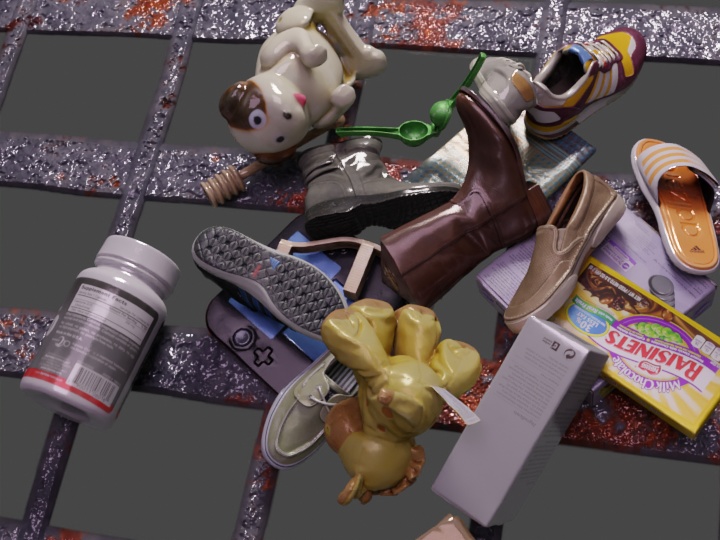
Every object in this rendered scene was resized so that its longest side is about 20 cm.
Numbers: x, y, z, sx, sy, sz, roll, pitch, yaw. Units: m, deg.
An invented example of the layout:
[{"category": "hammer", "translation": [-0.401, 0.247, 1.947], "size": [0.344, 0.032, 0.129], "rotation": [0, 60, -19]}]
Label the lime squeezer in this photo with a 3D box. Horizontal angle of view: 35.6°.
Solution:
[{"category": "lime squeezer", "translation": [0.073, -0.186, 1.309], "size": [0.199, 0.071, 0.038], "rotation": [-24, 26, 24]}]

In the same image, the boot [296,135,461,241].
[{"category": "boot", "translation": [0.023, -0.111, 1.317], "size": [0.199, 0.068, 0.131], "rotation": [-7, 53, 4]}]

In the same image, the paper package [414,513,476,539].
[{"category": "paper package", "translation": [0.073, 0.370, 1.064], "size": [0.190, 0.104, 0.200], "rotation": [-34, 63, -5]}]

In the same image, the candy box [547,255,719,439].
[{"category": "candy box", "translation": [0.288, 0.076, 1.160], "size": [0.200, 0.026, 0.102], "rotation": [35, 79, 23]}]

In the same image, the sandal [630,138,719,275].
[{"category": "sandal", "translation": [0.361, -0.086, 1.235], "size": [0.079, 0.059, 0.207], "rotation": [3, 47, -11]}]

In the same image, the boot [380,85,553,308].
[{"category": "boot", "translation": [0.087, -0.075, 1.226], "size": [0.200, 0.064, 0.187], "rotation": [-32, 94, -3]}]

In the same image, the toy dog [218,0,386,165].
[{"category": "toy dog", "translation": [-0.091, -0.227, 1.355], "size": [0.193, 0.140, 0.200], "rotation": [-4, 42, 33]}]

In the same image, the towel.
[{"category": "towel", "translation": [0.161, -0.118, 1.339], "size": [0.200, 0.022, 0.147], "rotation": [-42, 64, -12]}]

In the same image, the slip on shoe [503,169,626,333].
[{"category": "slip on shoe", "translation": [0.206, -0.022, 1.186], "size": [0.061, 0.076, 0.200], "rotation": [46, 72, -17]}]

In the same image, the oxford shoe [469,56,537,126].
[{"category": "oxford shoe", "translation": [0.168, -0.215, 1.293], "size": [0.058, 0.200, 0.075], "rotation": [-40, 104, 12]}]

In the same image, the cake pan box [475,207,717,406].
[{"category": "cake pan box", "translation": [0.254, 0.019, 1.236], "size": [0.184, 0.052, 0.200], "rotation": [-39, 63, -12]}]

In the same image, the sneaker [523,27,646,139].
[{"category": "sneaker", "translation": [0.274, -0.240, 1.330], "size": [0.075, 0.090, 0.200], "rotation": [38, 67, 23]}]

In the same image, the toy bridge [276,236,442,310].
[{"category": "toy bridge", "translation": [0.000, 0.000, 1.280], "size": [0.199, 0.027, 0.067], "rotation": [17, 69, 12]}]

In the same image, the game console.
[{"category": "game console", "translation": [-0.062, 0.041, 1.296], "size": [0.177, 0.031, 0.200], "rotation": [39, 77, 25]}]

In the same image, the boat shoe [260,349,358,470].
[{"category": "boat shoe", "translation": [-0.038, 0.128, 1.214], "size": [0.072, 0.062, 0.200], "rotation": [37, 77, -5]}]

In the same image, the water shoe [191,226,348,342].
[{"category": "water shoe", "translation": [-0.097, 0.018, 1.258], "size": [0.200, 0.079, 0.072], "rotation": [33, 71, 10]}]

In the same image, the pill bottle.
[{"category": "pill bottle", "translation": [-0.292, 0.069, 1.279], "size": [0.113, 0.114, 0.201], "rotation": [16, 67, 18]}]

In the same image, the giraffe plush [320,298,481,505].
[{"category": "giraffe plush", "translation": [0.028, 0.148, 1.140], "size": [0.172, 0.163, 0.200], "rotation": [6, 33, -31]}]

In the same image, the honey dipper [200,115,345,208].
[{"category": "honey dipper", "translation": [-0.106, -0.143, 1.397], "size": [0.200, 0.038, 0.038], "rotation": [-32, 62, -10]}]

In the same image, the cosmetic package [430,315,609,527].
[{"category": "cosmetic package", "translation": [0.161, 0.151, 1.121], "size": [0.071, 0.101, 0.201], "rotation": [31, 95, 24]}]
